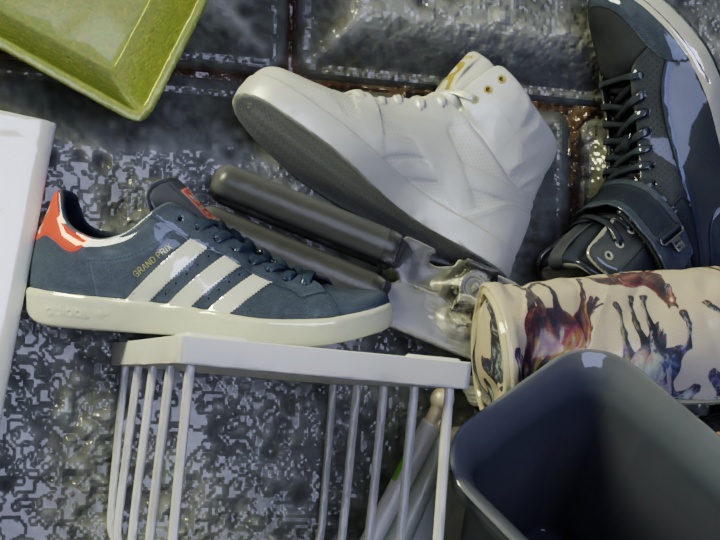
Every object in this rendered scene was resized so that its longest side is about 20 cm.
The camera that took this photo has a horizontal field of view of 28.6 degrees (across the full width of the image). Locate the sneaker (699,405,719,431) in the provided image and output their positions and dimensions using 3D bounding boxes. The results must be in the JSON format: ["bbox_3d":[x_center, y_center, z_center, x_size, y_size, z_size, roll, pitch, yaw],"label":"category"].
[{"bbox_3d":[0.204,0.135,0.845,0.200,0.075,0.080,-20,78,-54],"label":"sneaker"}]

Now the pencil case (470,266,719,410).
[{"bbox_3d":[0.154,0.045,0.787,0.199,0.078,0.090,-3,54,-16],"label":"pencil case"}]

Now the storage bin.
[{"bbox_3d":[0.139,0.157,0.702,0.145,0.135,0.200,-31,60,-32],"label":"storage bin"}]

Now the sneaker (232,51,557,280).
[{"bbox_3d":[0.027,-0.089,0.833,0.200,0.074,0.116,32,74,-23],"label":"sneaker"}]

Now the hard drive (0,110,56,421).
[{"bbox_3d":[-0.246,0.006,0.751,0.131,0.026,0.201,11,82,-17],"label":"hard drive"}]

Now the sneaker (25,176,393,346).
[{"bbox_3d":[-0.079,-0.007,0.759,0.199,0.075,0.085,5,91,-1],"label":"sneaker"}]

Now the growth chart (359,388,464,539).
[{"bbox_3d":[0.082,0.174,0.814,0.200,0.018,0.145,33,89,-24],"label":"growth chart"}]

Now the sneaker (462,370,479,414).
[{"bbox_3d":[0.157,0.082,0.863,0.199,0.066,0.091,-12,94,-18],"label":"sneaker"}]

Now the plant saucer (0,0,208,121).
[{"bbox_3d":[-0.169,-0.210,0.786,0.199,0.048,0.201,28,77,-15],"label":"plant saucer"}]

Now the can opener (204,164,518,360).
[{"bbox_3d":[0.000,0.000,0.827,0.199,0.067,0.054,22,79,-2],"label":"can opener"}]

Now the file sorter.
[{"bbox_3d":[-0.050,0.101,0.718,0.138,0.200,0.125,7,85,-18],"label":"file sorter"}]

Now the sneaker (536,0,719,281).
[{"bbox_3d":[0.159,-0.068,0.868,0.146,0.077,0.203,-30,96,-21],"label":"sneaker"}]
